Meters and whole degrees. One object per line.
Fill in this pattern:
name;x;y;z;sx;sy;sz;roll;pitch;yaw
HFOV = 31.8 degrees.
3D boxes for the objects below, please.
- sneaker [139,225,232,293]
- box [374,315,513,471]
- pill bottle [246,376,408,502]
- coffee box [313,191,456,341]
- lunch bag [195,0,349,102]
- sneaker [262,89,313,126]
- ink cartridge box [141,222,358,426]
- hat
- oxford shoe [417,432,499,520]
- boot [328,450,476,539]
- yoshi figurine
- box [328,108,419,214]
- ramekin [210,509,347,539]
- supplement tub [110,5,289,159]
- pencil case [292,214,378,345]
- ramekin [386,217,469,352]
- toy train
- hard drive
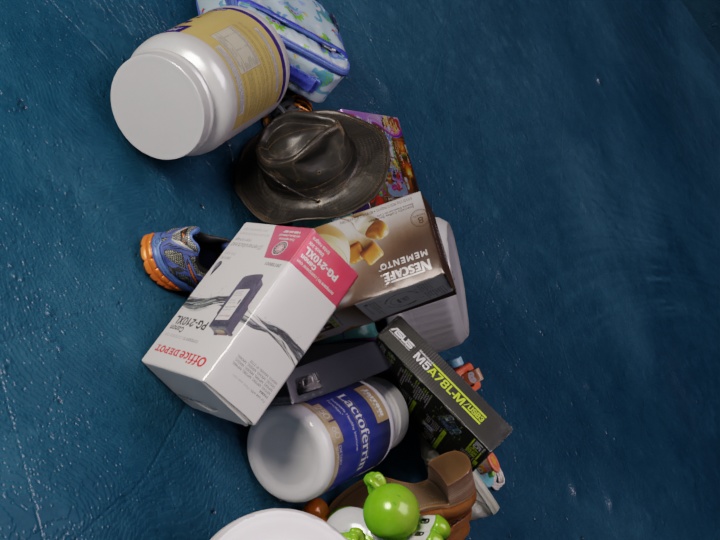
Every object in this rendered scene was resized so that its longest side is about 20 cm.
sneaker;-0.157;0.005;1.450;0.200;0.078;0.075;26;51;-45
box;0.090;0.162;1.566;0.193;0.200;0.048;43;73;10
pill bottle;-0.032;0.190;1.482;0.200;0.116;0.116;-16;83;-57
coffee box;0.000;0.000;1.491;0.080;0.200;0.114;52;22;-64
lunch bag;-0.112;-0.312;1.656;0.200;0.082;0.161;24;34;-33
sneaker;-0.080;-0.184;1.679;0.078;0.077;0.200;19;54;-47
ink cartridge box;-0.119;0.053;1.345;0.084;0.145;0.200;46;69;-29
hat;-0.067;-0.151;1.554;0.081;0.200;0.201;74;17;-52
oxford shoe;0.112;0.258;1.698;0.200;0.058;0.075;56;-1;-9
boot;0.053;0.311;1.561;0.077;0.200;0.155;48;-25;38
yoshi figurine;0.002;0.274;1.389;0.112;0.200;0.113;17;68;-49
box;0.018;-0.144;1.722;0.200;0.039;0.137;-9;81;-67
ramekin;-0.093;0.345;1.255;0.202;0.094;0.203;11;64;-25
supplement tub;-0.186;-0.220;1.486;0.145;0.145;0.200;60;33;-10
pencil case;-0.037;0.000;1.602;0.085;0.092;0.200;-11;88;-25
ramekin;0.086;0.019;1.704;0.202;0.094;0.203;-11;90;-81
toy train;0.165;0.221;1.798;0.150;0.056;0.200;-15;83;-57
hard drive;-0.069;0.117;1.451;0.200;0.135;0.042;-14;97;-56
